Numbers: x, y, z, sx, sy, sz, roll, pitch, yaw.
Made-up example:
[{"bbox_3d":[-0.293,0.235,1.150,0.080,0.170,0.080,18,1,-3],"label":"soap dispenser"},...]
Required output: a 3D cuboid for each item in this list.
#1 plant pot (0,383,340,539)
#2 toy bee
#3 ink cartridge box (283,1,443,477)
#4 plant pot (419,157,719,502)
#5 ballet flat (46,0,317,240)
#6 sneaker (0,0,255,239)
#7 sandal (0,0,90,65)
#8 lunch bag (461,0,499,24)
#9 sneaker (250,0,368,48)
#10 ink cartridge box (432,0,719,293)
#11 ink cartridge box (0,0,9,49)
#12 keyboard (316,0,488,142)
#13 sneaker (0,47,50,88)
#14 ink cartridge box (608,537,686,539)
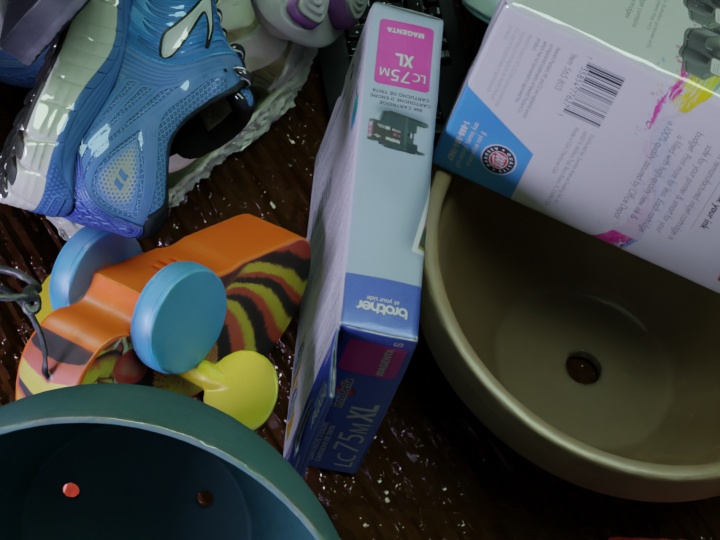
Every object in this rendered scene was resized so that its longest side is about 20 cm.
[{"bbox_3d":[-0.093,0.126,1.003,0.199,0.201,0.135,19,17,-4],"label":"plant pot"},{"bbox_3d":[-0.108,0.036,1.101,0.199,0.110,0.131,1,21,-32],"label":"toy bee"},{"bbox_3d":[0.000,0.000,1.132,0.042,0.120,0.201,13,56,-7],"label":"ink cartridge box"},{"bbox_3d":[0.111,0.024,1.168,0.199,0.093,0.202,8,56,-12],"label":"plant pot"},{"bbox_3d":[-0.067,-0.081,1.196,0.072,0.072,0.200,34,57,6],"label":"ballet flat"},{"bbox_3d":[-0.087,-0.093,1.126,0.089,0.079,0.201,27,57,-13],"label":"sneaker"},{"bbox_3d":[-0.131,-0.151,1.108,0.043,0.076,0.201,35,25,-21],"label":"sandal"},{"bbox_3d":[0.132,-0.146,1.237,0.159,0.078,0.200,26,20,7],"label":"lunch bag"},{"bbox_3d":[-0.034,-0.167,1.221,0.099,0.075,0.200,15,33,4],"label":"sneaker"},{"bbox_3d":[0.144,-0.060,1.105,0.199,0.115,0.068,25,55,-1],"label":"ink cartridge box"},{"bbox_3d":[-0.255,-0.145,1.087,0.198,0.177,0.045,-9,60,-3],"label":"ink cartridge box"},{"bbox_3d":[0.024,-0.154,1.288,0.103,0.040,0.201,-1,60,-17],"label":"keyboard"},{"bbox_3d":[-0.162,-0.173,1.223,0.089,0.079,0.201,0,58,-13],"label":"sneaker"},{"bbox_3d":[0.222,0.160,1.118,0.198,0.047,0.161,3,41,-17],"label":"ink cartridge box"}]
